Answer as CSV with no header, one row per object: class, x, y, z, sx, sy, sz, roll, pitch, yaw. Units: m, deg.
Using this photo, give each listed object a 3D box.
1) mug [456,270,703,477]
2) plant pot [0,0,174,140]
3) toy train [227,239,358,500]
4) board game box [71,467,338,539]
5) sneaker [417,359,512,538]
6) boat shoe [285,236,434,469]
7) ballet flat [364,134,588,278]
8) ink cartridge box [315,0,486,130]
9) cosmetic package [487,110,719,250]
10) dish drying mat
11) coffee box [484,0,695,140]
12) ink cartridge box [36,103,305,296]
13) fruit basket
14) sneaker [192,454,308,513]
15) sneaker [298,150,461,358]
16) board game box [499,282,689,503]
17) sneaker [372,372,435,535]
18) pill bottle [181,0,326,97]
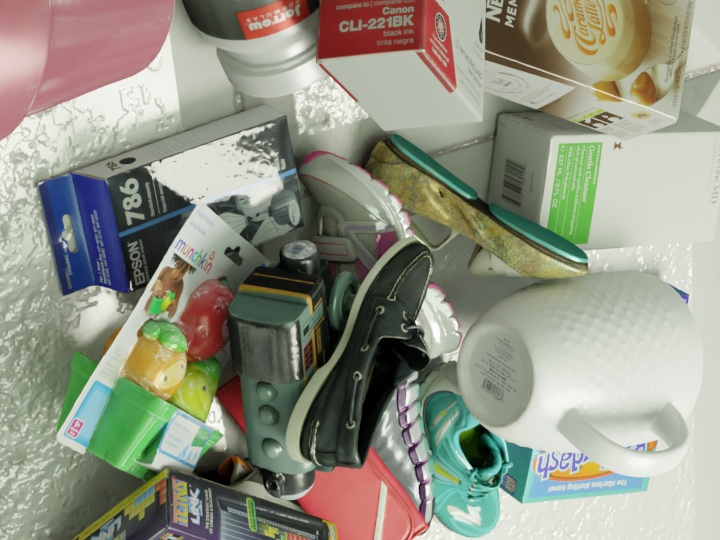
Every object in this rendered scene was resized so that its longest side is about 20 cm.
mug,0.185,0.093,1.461,0.175,0.200,0.148,-4,130,-41
plant pot,-0.230,-0.184,1.175,0.179,0.199,0.201,-13,116,-45
toy train,-0.052,0.079,1.373,0.114,0.085,0.201,-51,146,-51
board game box,-0.140,0.240,1.398,0.165,0.057,0.200,22,135,-34
sneaker,0.093,0.171,1.570,0.077,0.080,0.201,-32,136,-19
boat shoe,0.018,0.064,1.341,0.200,0.066,0.075,-57,148,-28
ballet flat,0.089,-0.035,1.454,0.199,0.071,0.071,32,91,2
ink cartridge box,0.034,-0.221,1.298,0.144,0.083,0.201,37,52,-64
cosmetic package,0.214,-0.080,1.551,0.199,0.085,0.108,-5,110,-29
dish drying mat,-0.030,0.156,1.473,0.077,0.018,0.200,-38,97,-7
coffee box,0.159,-0.191,1.428,0.199,0.080,0.115,15,76,-23
ink cartridge box,-0.141,-0.049,1.367,0.199,0.039,0.100,-22,120,-23
fruit basket,-0.134,0.064,1.353,0.200,0.094,0.185,-55,157,-5
sneaker,-0.081,0.195,1.482,0.199,0.074,0.080,10,98,-34
sneaker,0.000,0.000,1.426,0.088,0.081,0.201,-34,103,-20
board game box,0.215,0.111,1.651,0.151,0.045,0.201,-2,110,-32
sneaker,0.008,0.137,1.525,0.087,0.074,0.201,-12,104,-17
pill bottle,-0.080,-0.228,1.272,0.116,0.116,0.200,-36,136,-15
